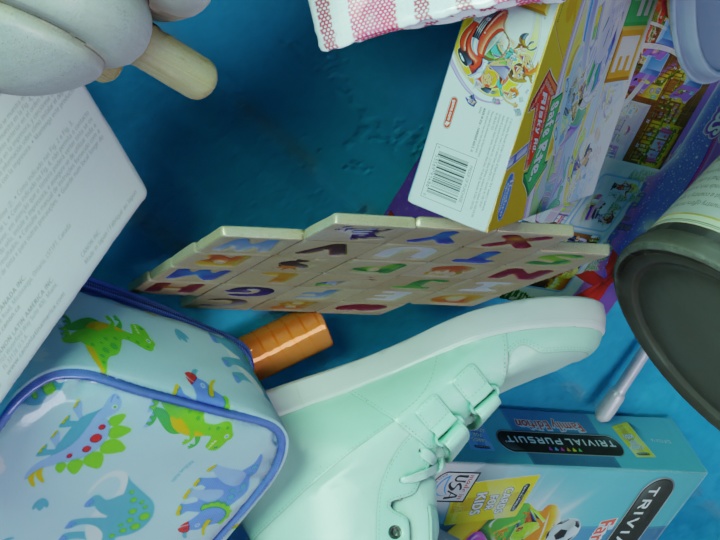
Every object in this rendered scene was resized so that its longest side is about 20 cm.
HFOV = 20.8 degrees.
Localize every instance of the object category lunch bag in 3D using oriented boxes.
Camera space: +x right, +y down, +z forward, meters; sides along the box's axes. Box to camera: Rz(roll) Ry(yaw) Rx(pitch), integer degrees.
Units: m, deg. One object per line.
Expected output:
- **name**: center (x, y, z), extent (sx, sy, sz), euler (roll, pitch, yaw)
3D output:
- **lunch bag**: center (-0.136, 0.101, 0.856), extent (0.160, 0.083, 0.200), euler (19, 120, -40)

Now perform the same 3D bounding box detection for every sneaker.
- **sneaker**: center (0.038, 0.092, 0.922), extent (0.199, 0.119, 0.074), euler (-22, 166, -4)

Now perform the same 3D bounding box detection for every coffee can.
- **coffee can**: center (0.233, -0.024, 0.891), extent (0.200, 0.146, 0.147), euler (-45, 144, -17)

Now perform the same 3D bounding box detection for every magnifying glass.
- **magnifying glass**: center (-0.106, 0.069, 0.918), extent (0.199, 0.022, 0.080), euler (-27, 140, -6)

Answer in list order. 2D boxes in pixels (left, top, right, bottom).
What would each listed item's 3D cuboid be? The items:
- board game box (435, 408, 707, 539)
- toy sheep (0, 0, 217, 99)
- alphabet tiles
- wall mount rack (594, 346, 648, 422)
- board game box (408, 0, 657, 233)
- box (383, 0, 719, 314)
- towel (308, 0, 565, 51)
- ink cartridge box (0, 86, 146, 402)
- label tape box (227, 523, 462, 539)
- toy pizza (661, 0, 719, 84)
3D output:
- **board game box**: center (0.076, 0.147, 1.091), extent (0.199, 0.047, 0.152), euler (6, 128, -36)
- **toy sheep**: center (-0.095, -0.124, 0.633), extent (0.137, 0.137, 0.202), euler (26, 76, -46)
- **alphabet tiles**: center (0.000, 0.000, 0.818), extent (0.165, 0.006, 0.200), euler (2, 170, -22)
- **wall mount rack**: center (0.226, 0.035, 1.059), extent (0.199, 0.075, 0.173), euler (9, 161, -37)
- **board game box**: center (0.085, -0.121, 0.737), extent (0.134, 0.034, 0.202), euler (-21, 130, -65)
- **box**: center (0.109, -0.071, 0.895), extent (0.136, 0.039, 0.201), euler (9, 125, -38)
- **towel**: center (0.060, -0.162, 0.650), extent (0.198, 0.148, 0.030), euler (-9, -174, 21)
- **ink cartridge box**: center (-0.171, -0.043, 0.684), extent (0.163, 0.050, 0.201), euler (-59, 135, -33)
- **label tape box**: center (0.008, 0.199, 1.006), extent (0.199, 0.066, 0.144), euler (27, 121, -2)
- **toy pizza**: center (0.158, -0.172, 0.769), extent (0.200, 0.032, 0.201), euler (-47, 149, -40)
